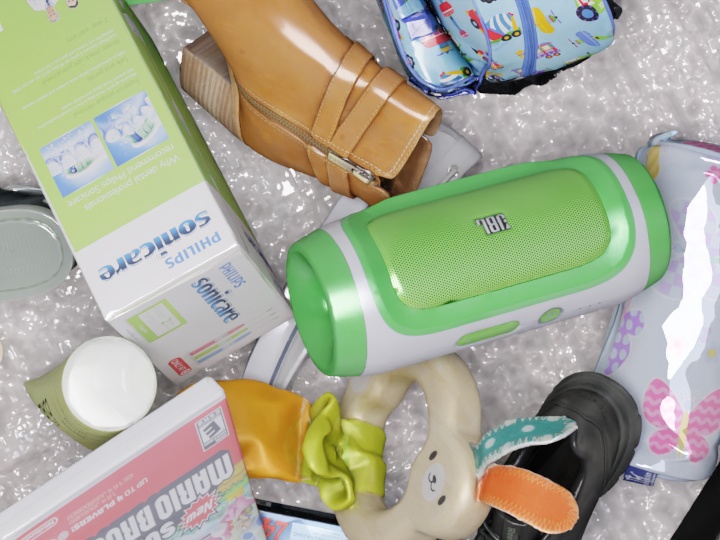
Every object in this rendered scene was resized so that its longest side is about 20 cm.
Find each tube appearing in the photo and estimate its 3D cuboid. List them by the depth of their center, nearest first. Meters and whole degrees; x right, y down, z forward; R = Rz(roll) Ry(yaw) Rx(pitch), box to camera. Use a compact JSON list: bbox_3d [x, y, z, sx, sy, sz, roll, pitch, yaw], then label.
[{"bbox_3d":[-0.151,0.077,1.389,0.052,0.200,0.058,-10,84,-14],"label":"tube"}]

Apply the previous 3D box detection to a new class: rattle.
[{"bbox_3d":[0.009,0.091,1.345,0.143,0.200,0.131,35,85,-29],"label":"rattle"}]

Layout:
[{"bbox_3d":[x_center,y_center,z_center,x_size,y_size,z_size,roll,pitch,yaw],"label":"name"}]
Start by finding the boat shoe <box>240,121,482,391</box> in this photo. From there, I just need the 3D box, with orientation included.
[{"bbox_3d":[0.000,0.000,1.445,0.065,0.074,0.201,32,94,1],"label":"boat shoe"}]

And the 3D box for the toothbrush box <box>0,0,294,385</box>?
[{"bbox_3d":[-0.127,-0.056,1.371,0.086,0.146,0.201,-30,71,1],"label":"toothbrush box"}]

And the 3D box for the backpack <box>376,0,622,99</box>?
[{"bbox_3d":[0.068,-0.185,1.368,0.134,0.200,0.183,-21,95,1],"label":"backpack"}]

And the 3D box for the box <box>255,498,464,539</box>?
[{"bbox_3d":[0.004,0.220,1.478,0.199,0.038,0.137,11,94,-2],"label":"box"}]

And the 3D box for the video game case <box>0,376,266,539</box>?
[{"bbox_3d":[-0.118,0.160,1.355,0.143,0.200,0.017,-34,53,-18],"label":"video game case"}]

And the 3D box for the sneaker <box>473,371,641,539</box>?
[{"bbox_3d":[0.090,0.154,1.397,0.076,0.091,0.201,22,106,19],"label":"sneaker"}]

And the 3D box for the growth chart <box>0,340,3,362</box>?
[{"bbox_3d":[-0.289,0.093,1.436,0.144,0.018,0.201,11,67,2],"label":"growth chart"}]

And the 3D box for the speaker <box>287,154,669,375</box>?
[{"bbox_3d":[0.065,-0.005,1.354,0.199,0.088,0.089,-16,95,-18],"label":"speaker"}]

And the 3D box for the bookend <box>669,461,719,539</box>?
[{"bbox_3d":[0.279,0.203,1.454,0.199,0.092,0.199,31,95,-4],"label":"bookend"}]

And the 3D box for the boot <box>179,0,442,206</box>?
[{"bbox_3d":[-0.028,-0.118,1.348,0.155,0.200,0.077,34,55,18],"label":"boot"}]

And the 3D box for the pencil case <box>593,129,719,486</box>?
[{"bbox_3d":[0.184,0.023,1.445,0.090,0.083,0.201,15,94,12],"label":"pencil case"}]

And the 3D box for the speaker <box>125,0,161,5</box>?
[{"bbox_3d":[-0.114,-0.201,1.423,0.199,0.088,0.089,-8,94,0],"label":"speaker"}]

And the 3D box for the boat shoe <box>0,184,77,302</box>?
[{"bbox_3d":[-0.255,-0.011,1.447,0.199,0.060,0.076,1,107,9],"label":"boat shoe"}]
